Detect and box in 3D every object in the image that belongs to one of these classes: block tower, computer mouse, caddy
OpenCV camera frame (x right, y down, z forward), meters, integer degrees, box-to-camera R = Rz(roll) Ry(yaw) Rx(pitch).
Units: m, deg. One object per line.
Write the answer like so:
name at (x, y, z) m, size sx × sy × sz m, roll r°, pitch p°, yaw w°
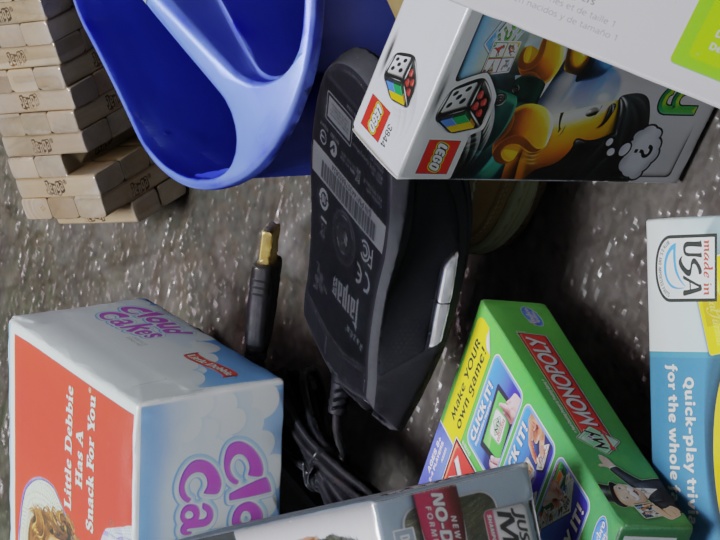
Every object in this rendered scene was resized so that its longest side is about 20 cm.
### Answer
block tower at (-0.136, -0.116, 1.052) m, size 0.058 × 0.054 × 0.201 m, roll -1°, pitch 114°, yaw 39°
computer mouse at (0.000, 0.000, 0.899) m, size 0.140 × 0.046 × 0.201 m, roll -133°, pitch 40°, yaw -55°
caddy at (-0.054, -0.125, 0.964) m, size 0.142 × 0.104 × 0.201 m, roll -55°, pitch 50°, yaw 36°

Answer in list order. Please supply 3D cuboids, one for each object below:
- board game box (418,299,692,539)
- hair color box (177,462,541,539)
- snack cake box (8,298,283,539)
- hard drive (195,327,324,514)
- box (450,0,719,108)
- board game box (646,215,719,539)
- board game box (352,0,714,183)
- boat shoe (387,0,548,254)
board game box at (0.047, 0.131, 0.850) m, size 0.135 × 0.029 × 0.201 m, roll -121°, pitch 42°, yaw -53°
hair color box at (-0.003, 0.130, 0.829) m, size 0.200 × 0.060 × 0.100 m, roll -23°, pitch 79°, yaw 62°
snack cake box at (-0.090, 0.125, 0.979) m, size 0.115 × 0.067 × 0.202 m, roll 28°, pitch 121°, yaw 54°
hard drive at (-0.049, 0.136, 1.026) m, size 0.200 × 0.033 × 0.140 m, roll 45°, pitch 126°, yaw 43°
box at (0.115, -0.110, 0.649) m, size 0.102 × 0.199 × 0.113 m, roll -82°, pitch 13°, yaw -60°
board game box at (0.171, 0.056, 0.722) m, size 0.199 × 0.047 × 0.152 m, roll -2°, pitch 90°, yaw 53°
board game box at (0.087, -0.118, 0.762) m, size 0.035 × 0.126 × 0.201 m, roll 50°, pitch 129°, yaw 40°
boat shoe at (0.033, -0.104, 0.874) m, size 0.071 × 0.076 × 0.202 m, roll 17°, pitch 107°, yaw 48°
